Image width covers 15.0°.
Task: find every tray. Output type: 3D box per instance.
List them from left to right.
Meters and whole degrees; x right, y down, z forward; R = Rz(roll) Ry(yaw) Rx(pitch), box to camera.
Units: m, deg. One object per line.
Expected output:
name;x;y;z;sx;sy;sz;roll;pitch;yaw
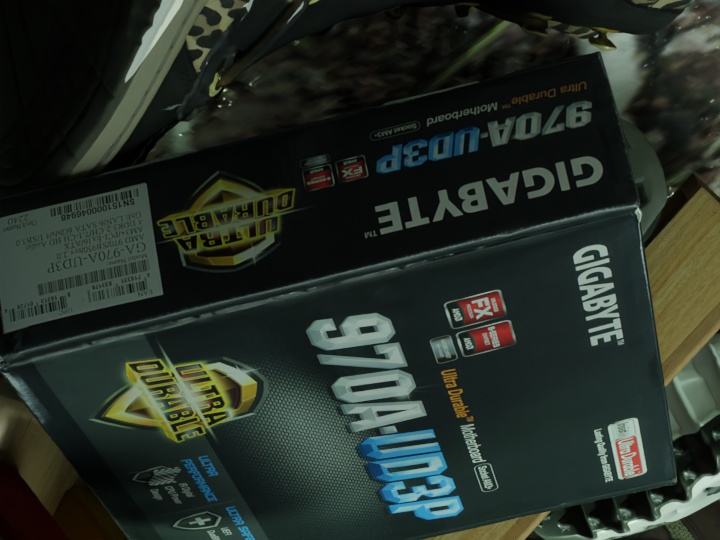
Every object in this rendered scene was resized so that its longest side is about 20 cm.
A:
tray;0.053;0.056;0.878;0.200;0.037;0.099;-49;179;7

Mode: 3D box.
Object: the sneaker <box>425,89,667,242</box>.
sneaker;0.000;0.000;0.842;0.199;0.076;0.079;-18;166;13

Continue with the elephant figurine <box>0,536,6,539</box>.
elephant figurine;-0.069;0.138;0.720;0.199;0.142;0.155;11;137;-19

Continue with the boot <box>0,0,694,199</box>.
boot;0.000;-0.077;0.682;0.150;0.073;0.200;3;138;-34

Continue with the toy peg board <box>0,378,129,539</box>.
toy peg board;-0.118;0.146;0.844;0.199;0.098;0.201;20;102;-35

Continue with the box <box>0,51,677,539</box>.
box;0.000;0.023;0.731;0.158;0.046;0.200;-13;155;3

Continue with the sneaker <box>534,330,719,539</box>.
sneaker;0.151;0.050;1.021;0.200;0.067;0.090;-36;147;24

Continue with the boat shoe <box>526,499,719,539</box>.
boat shoe;0.058;0.127;1.101;0.200;0.066;0.072;-14;153;-11
